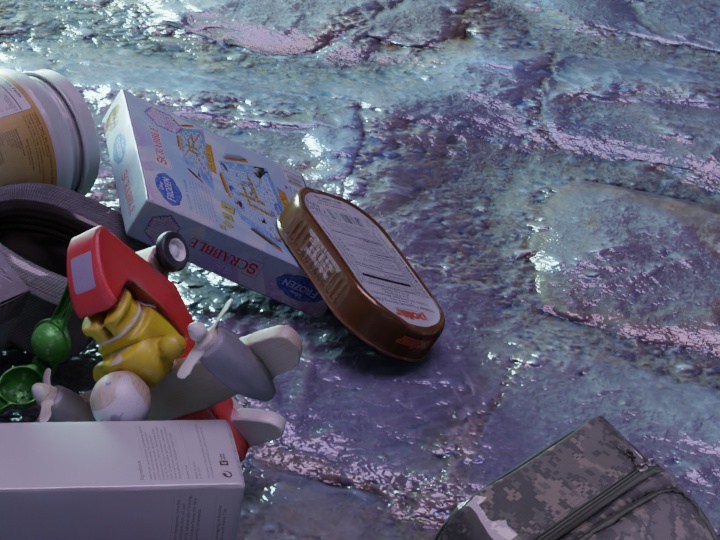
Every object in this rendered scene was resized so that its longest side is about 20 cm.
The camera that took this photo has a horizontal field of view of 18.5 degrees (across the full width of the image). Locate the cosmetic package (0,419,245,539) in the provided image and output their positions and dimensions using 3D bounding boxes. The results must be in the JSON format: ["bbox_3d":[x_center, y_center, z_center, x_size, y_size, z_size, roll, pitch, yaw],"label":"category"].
[{"bbox_3d":[-0.190,0.171,1.572,0.199,0.108,0.085,2,32,-15],"label":"cosmetic package"}]

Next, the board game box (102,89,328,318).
[{"bbox_3d":[-0.125,-0.060,1.957,0.199,0.041,0.200,25,23,-25],"label":"board game box"}]

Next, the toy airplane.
[{"bbox_3d":[-0.150,0.086,1.647,0.198,0.201,0.141,25,35,13],"label":"toy airplane"}]

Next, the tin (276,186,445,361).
[{"bbox_3d":[0.000,0.000,1.915,0.112,0.042,0.200,10,33,-42],"label":"tin"}]

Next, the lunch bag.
[{"bbox_3d":[0.160,0.221,1.568,0.200,0.140,0.168,-25,61,-42],"label":"lunch bag"}]

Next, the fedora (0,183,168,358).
[{"bbox_3d":[-0.255,0.010,1.817,0.176,0.091,0.200,25,19,-1],"label":"fedora"}]

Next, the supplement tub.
[{"bbox_3d":[-0.341,-0.094,1.928,0.200,0.145,0.144,-21,43,-41],"label":"supplement tub"}]

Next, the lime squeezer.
[{"bbox_3d":[-0.259,0.065,1.710,0.038,0.200,0.071,36,-1,37],"label":"lime squeezer"}]

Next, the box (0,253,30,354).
[{"bbox_3d":[-0.349,-0.001,1.701,0.048,0.159,0.200,-26,69,-41],"label":"box"}]
